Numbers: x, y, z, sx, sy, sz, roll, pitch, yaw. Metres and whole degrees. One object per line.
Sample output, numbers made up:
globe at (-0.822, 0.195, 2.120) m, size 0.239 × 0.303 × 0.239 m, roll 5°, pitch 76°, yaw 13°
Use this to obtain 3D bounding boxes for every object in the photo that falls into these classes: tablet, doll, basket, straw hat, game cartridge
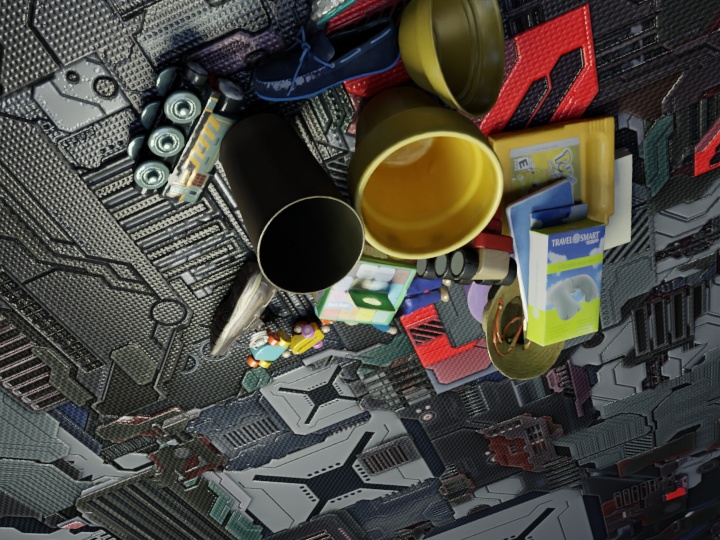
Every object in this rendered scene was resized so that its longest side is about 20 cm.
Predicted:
tablet at (0.294, -0.030, 1.047) m, size 0.129 × 0.014 × 0.202 m, roll -24°, pitch 113°, yaw -20°
doll at (0.060, 0.056, 1.160) m, size 0.198 × 0.049 × 0.138 m, roll -16°, pitch 134°, yaw -19°
basket at (-0.098, -0.096, 0.858) m, size 0.135 × 0.201 × 0.181 m, roll -30°, pitch 145°, yaw -1°
straw hat at (0.250, 0.080, 1.106) m, size 0.199 × 0.085 × 0.204 m, roll -3°, pitch 96°, yaw -35°
game cartridge at (0.303, -0.140, 1.048) m, size 0.197 × 0.032 × 0.178 m, roll -11°, pitch 111°, yaw -4°

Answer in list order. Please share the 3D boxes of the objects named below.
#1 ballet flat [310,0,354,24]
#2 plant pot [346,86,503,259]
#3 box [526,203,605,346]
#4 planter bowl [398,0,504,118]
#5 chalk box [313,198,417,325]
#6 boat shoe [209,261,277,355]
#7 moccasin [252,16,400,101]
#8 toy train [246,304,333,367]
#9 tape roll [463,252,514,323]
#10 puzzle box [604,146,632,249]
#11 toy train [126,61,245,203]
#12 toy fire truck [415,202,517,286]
ballet flat at (0.018, -0.371, 0.798) m, size 0.198 × 0.072 × 0.072 m, roll -28°, pitch 132°, yaw 8°
plant pot at (0.072, -0.151, 0.912) m, size 0.198 × 0.190 × 0.202 m, roll -7°, pitch 133°, yaw -7°
box at (0.319, 0.006, 1.036) m, size 0.121 × 0.048 × 0.202 m, roll -11°, pitch 109°, yaw -25°
planter bowl at (0.104, -0.290, 0.839) m, size 0.083 × 0.202 × 0.201 m, roll 1°, pitch 144°, yaw 36°
chalk box at (0.000, 0.000, 1.020) m, size 0.123 × 0.201 × 0.125 m, roll 9°, pitch 129°, yaw -22°
boat shoe at (-0.195, 0.076, 1.125) m, size 0.073 × 0.075 × 0.201 m, roll 18°, pitch 126°, yaw -27°
moccasin at (-0.047, -0.280, 0.850) m, size 0.198 × 0.081 × 0.068 m, roll -23°, pitch 149°, yaw -11°
toy train at (-0.114, 0.092, 1.156) m, size 0.198 × 0.056 × 0.151 m, roll -20°, pitch 148°, yaw -26°
tape roll at (0.278, 0.010, 1.164) m, size 0.197 × 0.086 × 0.201 m, roll -2°, pitch 135°, yaw -2°
puzzle box at (0.399, -0.107, 1.146) m, size 0.132 × 0.026 × 0.201 m, roll -18°, pitch 133°, yaw 3°
toy train at (-0.233, -0.179, 0.888) m, size 0.113 × 0.086 × 0.201 m, roll 10°, pitch 126°, yaw -40°
toy fire truck at (0.156, -0.084, 1.044) m, size 0.127 × 0.176 × 0.203 m, roll 8°, pitch 86°, yaw -22°
